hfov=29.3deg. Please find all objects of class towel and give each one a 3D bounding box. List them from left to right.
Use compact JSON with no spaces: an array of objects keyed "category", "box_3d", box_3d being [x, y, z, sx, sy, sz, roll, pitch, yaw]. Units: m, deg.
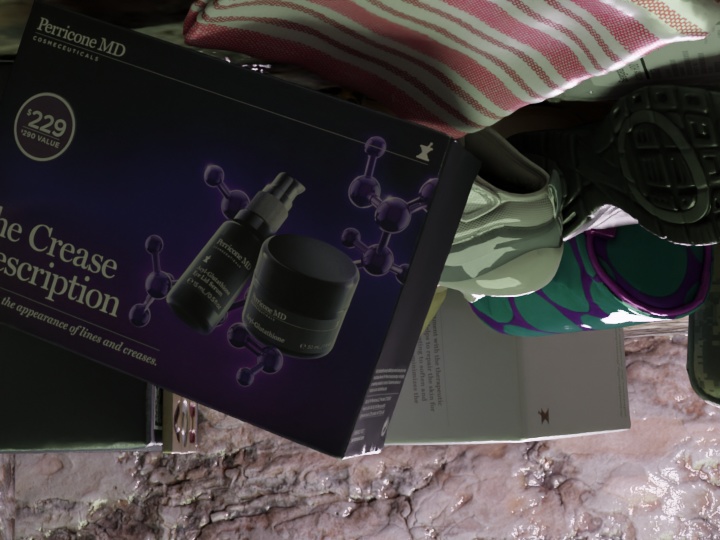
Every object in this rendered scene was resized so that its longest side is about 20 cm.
[{"category":"towel","box_3d":[0.023,-0.097,0.526,0.146,0.030,0.200,20,167,-20]}]

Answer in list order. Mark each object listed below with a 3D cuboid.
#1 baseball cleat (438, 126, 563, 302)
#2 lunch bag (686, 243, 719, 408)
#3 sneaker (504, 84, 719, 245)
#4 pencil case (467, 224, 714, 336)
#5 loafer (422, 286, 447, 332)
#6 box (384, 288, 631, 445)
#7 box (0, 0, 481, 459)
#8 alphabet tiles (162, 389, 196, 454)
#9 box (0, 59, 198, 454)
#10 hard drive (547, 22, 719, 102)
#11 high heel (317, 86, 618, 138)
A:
[{"category":"baseball cleat","box_3d":[0.001,-0.036,0.686,0.199,0.070,0.107,0,132,8]},{"category":"lunch bag","box_3d":[0.286,-0.003,0.860,0.139,0.201,0.168,-2,170,24]},{"category":"sneaker","box_3d":[0.151,-0.056,0.672,0.090,0.076,0.200,-15,-170,-29]},{"category":"pencil case","box_3d":[0.134,-0.006,0.851,0.092,0.085,0.200,39,164,-10]},{"category":"loafer","box_3d":[-0.015,0.000,1.095,0.075,0.069,0.199,-5,-159,-44]},{"category":"box","box_3d":[0.113,0.048,1.192,0.171,0.200,0.199,-7,172,36]},{"category":"box","box_3d":[-0.066,-0.019,0.607,0.199,0.142,0.079,19,179,15]},{"category":"alphabet tiles","box_3d":[-0.098,0.000,0.758,0.007,0.201,0.167,-1,173,0]},{"category":"box","box_3d":[-0.161,0.002,0.777,0.122,0.201,0.198,-1,172,-1]},{"category":"hard drive","box_3d":[0.158,-0.112,0.594,0.199,0.038,0.140,-3,172,16]},{"category":"high heel","box_3d":[0.054,-0.081,0.745,0.142,0.072,0.199,-18,164,37]}]
